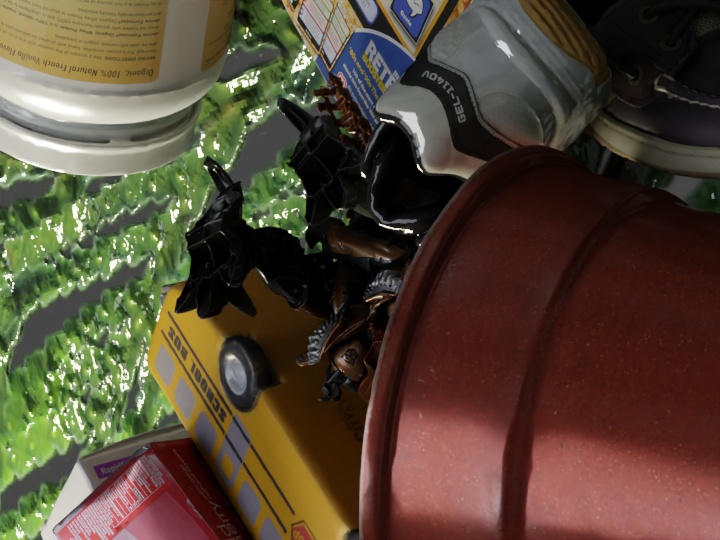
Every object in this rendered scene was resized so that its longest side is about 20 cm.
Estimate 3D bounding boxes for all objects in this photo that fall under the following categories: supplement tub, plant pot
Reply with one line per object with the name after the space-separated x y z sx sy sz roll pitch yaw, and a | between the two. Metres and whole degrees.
-0.130 -0.164 1.160 0.144 0.143 0.201 44 134 41 | supplement tub
0.132 0.069 0.762 0.194 0.200 0.203 9 109 31 | plant pot

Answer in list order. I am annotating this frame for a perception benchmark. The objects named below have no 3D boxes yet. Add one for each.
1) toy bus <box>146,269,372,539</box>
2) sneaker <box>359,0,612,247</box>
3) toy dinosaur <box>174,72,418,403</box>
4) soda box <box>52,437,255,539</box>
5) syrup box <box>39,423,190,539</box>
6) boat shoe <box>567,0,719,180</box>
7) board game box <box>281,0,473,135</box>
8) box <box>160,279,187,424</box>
-0.016 0.083 0.981 0.200 0.065 0.079 55 139 31 | toy bus
0.036 -0.043 0.879 0.076 0.087 0.200 50 168 17 | sneaker
0.000 0.000 0.964 0.102 0.135 0.200 -53 40 12 | toy dinosaur
-0.042 0.168 0.995 0.063 0.070 0.200 -41 76 15 | soda box
-0.071 0.179 1.083 0.201 0.081 0.079 63 146 22 | syrup box
0.117 -0.082 0.872 0.200 0.071 0.065 28 128 58 | boat shoe
0.026 -0.165 1.007 0.152 0.046 0.200 62 144 25 | board game box
-0.026 0.103 1.106 0.161 0.049 0.202 6 105 58 | box
